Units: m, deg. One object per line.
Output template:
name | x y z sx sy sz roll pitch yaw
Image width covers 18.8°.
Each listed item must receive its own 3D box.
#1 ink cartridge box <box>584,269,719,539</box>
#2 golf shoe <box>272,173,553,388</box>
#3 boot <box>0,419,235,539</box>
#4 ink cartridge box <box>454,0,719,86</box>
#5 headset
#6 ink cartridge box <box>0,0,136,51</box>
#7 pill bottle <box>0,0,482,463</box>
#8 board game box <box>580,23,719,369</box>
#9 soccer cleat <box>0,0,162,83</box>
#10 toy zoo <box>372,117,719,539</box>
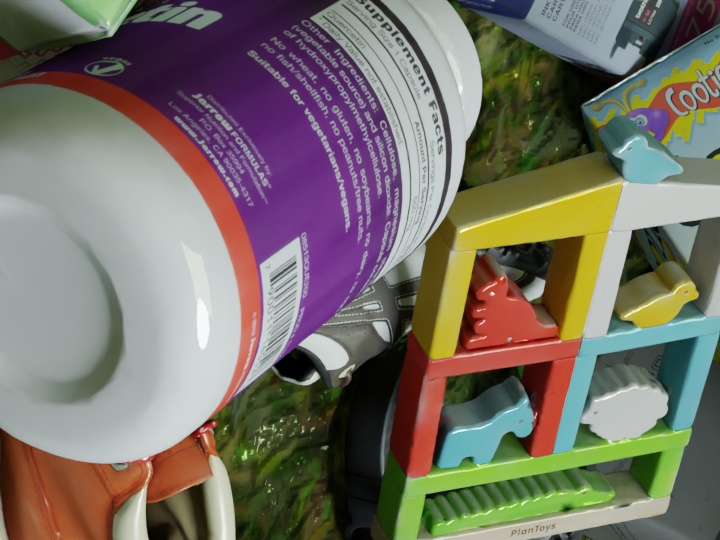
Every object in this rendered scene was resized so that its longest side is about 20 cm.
ink cartridge box | 0.205 0.086 1.019 0.146 0.200 0.084 -55 139 -15
golf shoe | 0.000 0.000 0.862 0.200 0.078 0.095 11 115 -49
boot | -0.088 0.028 0.736 0.075 0.107 0.200 -26 123 -36
ink cartridge box | 0.099 -0.151 0.920 0.200 0.042 0.119 19 92 -49
headset | 0.061 0.111 0.951 0.123 0.094 0.200 -25 113 -39
ink cartridge box | -0.083 -0.186 0.620 0.146 0.084 0.200 39 75 -21
pill bottle | -0.041 -0.030 0.672 0.200 0.112 0.113 -39 134 -51
board game box | 0.192 0.000 0.934 0.103 0.200 0.105 -30 150 0
soccer cleat | -0.059 -0.118 0.730 0.200 0.070 0.086 -49 142 -20
toy zoo | 0.081 0.026 0.848 0.131 0.020 0.200 -8 130 -22
